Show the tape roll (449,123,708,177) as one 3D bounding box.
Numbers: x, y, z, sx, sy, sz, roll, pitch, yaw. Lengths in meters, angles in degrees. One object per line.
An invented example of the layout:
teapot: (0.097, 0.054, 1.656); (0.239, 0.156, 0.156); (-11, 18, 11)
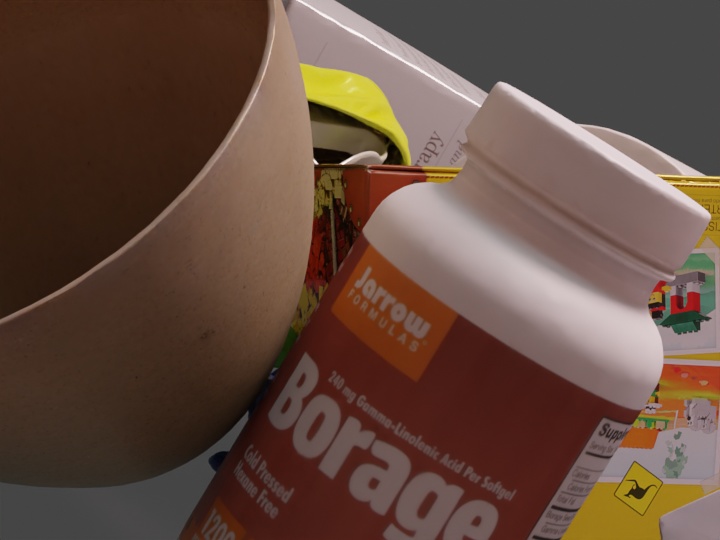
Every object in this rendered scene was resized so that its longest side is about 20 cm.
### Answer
tape roll: (0.125, 0.033, 1.176); (0.202, 0.204, 0.139); (35, 9, 26)

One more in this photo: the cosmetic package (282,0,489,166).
cosmetic package: (-0.002, -0.055, 1.349); (0.199, 0.168, 0.166); (29, 9, -11)

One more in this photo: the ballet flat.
ballet flat: (-0.047, -0.065, 1.006); (0.199, 0.067, 0.067); (3, 42, -50)

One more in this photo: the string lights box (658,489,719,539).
string lights box: (0.176, 0.164, 0.738); (0.200, 0.059, 0.103); (49, 25, -34)

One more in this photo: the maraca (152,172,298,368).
maraca: (-0.108, -0.017, 0.874); (0.199, 0.107, 0.138); (22, -33, 26)

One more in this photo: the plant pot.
plant pot: (-0.095, -0.007, 0.734); (0.200, 0.200, 0.135); (40, -16, 46)

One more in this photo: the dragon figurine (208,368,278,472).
dragon figurine: (0.025, 0.092, 0.938); (0.199, 0.059, 0.099); (26, 11, -9)

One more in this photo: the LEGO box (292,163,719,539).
LEGO box: (0.077, 0.036, 0.874); (0.198, 0.150, 0.077); (1, 2, -20)

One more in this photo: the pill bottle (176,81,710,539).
pill bottle: (0.029, 0.044, 0.743); (0.112, 0.201, 0.112); (30, 8, -5)
